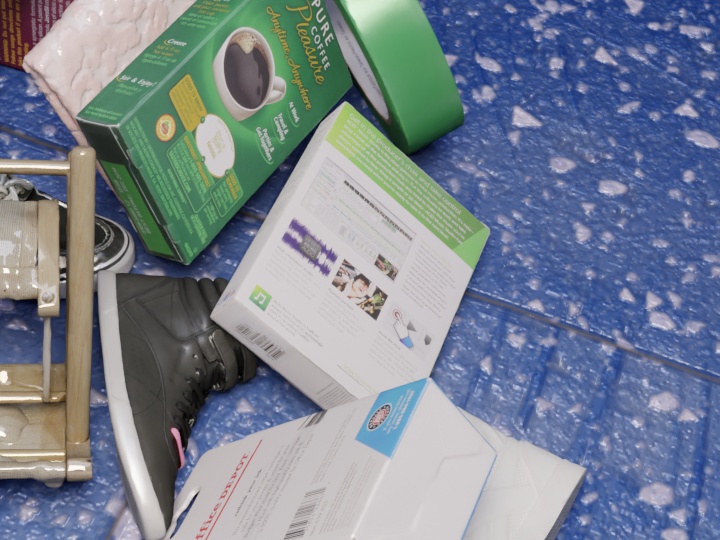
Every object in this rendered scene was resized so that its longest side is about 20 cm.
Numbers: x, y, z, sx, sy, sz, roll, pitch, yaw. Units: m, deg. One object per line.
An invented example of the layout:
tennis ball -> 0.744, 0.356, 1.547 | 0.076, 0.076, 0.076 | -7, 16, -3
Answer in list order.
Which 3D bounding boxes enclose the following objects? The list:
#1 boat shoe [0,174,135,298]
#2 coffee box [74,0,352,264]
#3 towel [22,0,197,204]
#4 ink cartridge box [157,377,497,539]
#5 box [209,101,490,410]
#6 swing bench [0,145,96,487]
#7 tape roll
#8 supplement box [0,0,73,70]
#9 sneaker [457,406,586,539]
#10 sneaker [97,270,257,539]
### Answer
boat shoe -> -0.249, -0.036, 0.990 | 0.199, 0.068, 0.074 | 13, 49, 0
coffee box -> -0.090, -0.114, 0.988 | 0.044, 0.123, 0.200 | 15, 53, 36
towel -> -0.115, -0.139, 1.011 | 0.032, 0.191, 0.200 | 13, 56, 39
ink cartridge box -> -0.031, 0.143, 0.841 | 0.067, 0.200, 0.116 | 47, 47, -21
box -> 0.000, 0.000, 0.990 | 0.144, 0.036, 0.200 | 41, 48, -16
swing bench -> -0.259, 0.024, 0.882 | 0.199, 0.130, 0.200 | 1, 93, -12
tape roll -> 0.006, -0.181, 1.077 | 0.048, 0.200, 0.201 | -29, 58, -1
supplement box -> -0.182, -0.211, 1.129 | 0.200, 0.103, 0.131 | 16, 50, 3
sneaker -> 0.044, 0.161, 0.886 | 0.115, 0.074, 0.200 | 28, 41, 15
sneaker -> -0.107, 0.073, 0.924 | 0.099, 0.071, 0.200 | -6, 47, -10
